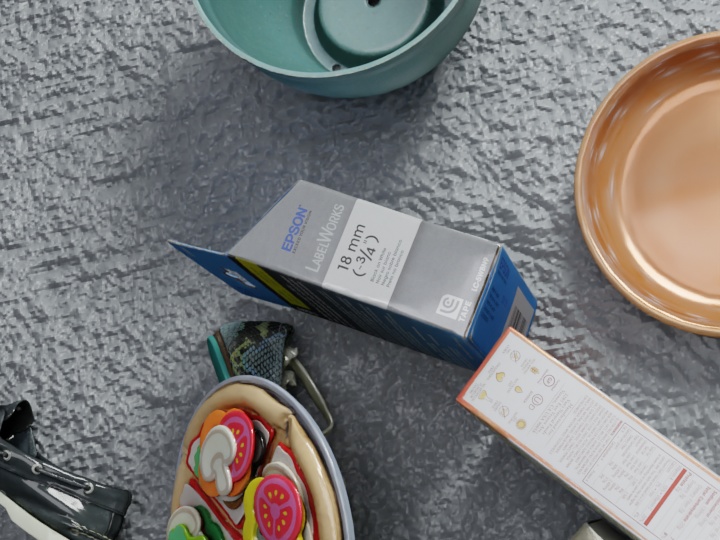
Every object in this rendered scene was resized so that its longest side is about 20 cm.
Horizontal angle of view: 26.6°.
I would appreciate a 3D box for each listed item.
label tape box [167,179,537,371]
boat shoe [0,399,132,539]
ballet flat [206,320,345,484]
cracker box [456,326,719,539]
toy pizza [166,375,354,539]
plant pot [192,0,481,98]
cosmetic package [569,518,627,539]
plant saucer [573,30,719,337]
[{"bbox_3d":[0.000,0.000,0.957,0.199,0.144,0.064,18,81,19],"label":"label tape box"},{"bbox_3d":[-0.237,0.121,1.029,0.199,0.075,0.066,33,84,20],"label":"boat shoe"},{"bbox_3d":[-0.045,0.123,0.983,0.074,0.074,0.201,-18,75,10],"label":"ballet flat"},{"bbox_3d":[0.160,0.122,0.887,0.200,0.134,0.058,37,88,20],"label":"cracker box"},{"bbox_3d":[-0.071,0.165,0.931,0.200,0.032,0.202,4,95,53],"label":"toy pizza"},{"bbox_3d":[-0.002,-0.200,1.017,0.199,0.134,0.202,-4,75,14],"label":"plant pot"},{"bbox_3d":[0.108,0.252,0.886,0.105,0.071,0.200,40,96,18],"label":"cosmetic package"},{"bbox_3d":[0.237,-0.053,0.965,0.199,0.037,0.201,-4,75,15],"label":"plant saucer"}]
